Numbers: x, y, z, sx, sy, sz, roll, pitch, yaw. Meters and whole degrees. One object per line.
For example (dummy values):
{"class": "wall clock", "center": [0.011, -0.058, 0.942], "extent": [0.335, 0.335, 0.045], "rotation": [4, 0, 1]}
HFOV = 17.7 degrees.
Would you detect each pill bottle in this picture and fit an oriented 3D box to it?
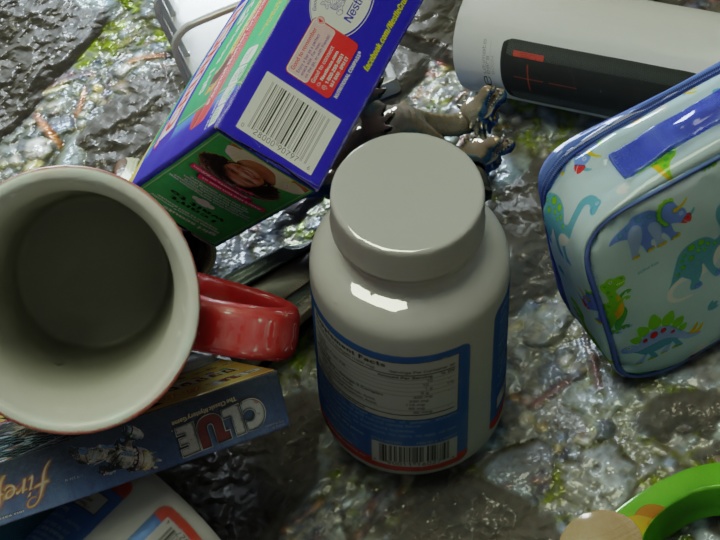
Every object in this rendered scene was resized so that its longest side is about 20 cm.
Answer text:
{"class": "pill bottle", "center": [0.028, 0.017, 1.303], "extent": [0.111, 0.200, 0.113], "rotation": [0, 53, 1]}
{"class": "pill bottle", "center": [-0.169, 0.210, 1.295], "extent": [0.112, 0.112, 0.200], "rotation": [31, 67, 36]}

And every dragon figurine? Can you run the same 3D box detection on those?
{"class": "dragon figurine", "center": [0.004, -0.064, 1.492], "extent": [0.199, 0.099, 0.059], "rotation": [-32, 46, 16]}

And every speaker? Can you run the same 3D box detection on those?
{"class": "speaker", "center": [0.161, -0.137, 1.485], "extent": [0.199, 0.081, 0.081], "rotation": [15, 58, 27]}

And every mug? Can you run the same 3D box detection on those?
{"class": "mug", "center": [-0.136, 0.022, 1.269], "extent": [0.177, 0.200, 0.134], "rotation": [39, 91, -5]}

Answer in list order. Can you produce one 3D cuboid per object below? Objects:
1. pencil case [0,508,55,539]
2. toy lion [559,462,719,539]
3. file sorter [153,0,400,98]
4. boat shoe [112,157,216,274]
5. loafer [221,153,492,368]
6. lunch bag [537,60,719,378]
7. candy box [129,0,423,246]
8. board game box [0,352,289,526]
{"class": "pencil case", "center": [-0.210, 0.133, 1.389], "extent": [0.092, 0.085, 0.200], "rotation": [10, 55, 48]}
{"class": "toy lion", "center": [0.233, 0.171, 1.229], "extent": [0.191, 0.069, 0.200], "rotation": [-32, 48, -17]}
{"class": "file sorter", "center": [-0.077, -0.202, 1.593], "extent": [0.138, 0.125, 0.201], "rotation": [-22, 49, 1]}
{"class": "boat shoe", "center": [-0.130, -0.008, 1.476], "extent": [0.074, 0.075, 0.203], "rotation": [10, 27, -7]}
{"class": "loafer", "center": [0.000, 0.000, 1.449], "extent": [0.199, 0.072, 0.063], "rotation": [-29, 67, 4]}
{"class": "lunch bag", "center": [0.205, -0.042, 1.339], "extent": [0.199, 0.161, 0.083], "rotation": [-29, 49, -5]}
{"class": "candy box", "center": [-0.048, -0.114, 1.376], "extent": [0.077, 0.200, 0.170], "rotation": [32, 71, -11]}
{"class": "board game box", "center": [-0.157, 0.094, 1.292], "extent": [0.199, 0.035, 0.135], "rotation": [-17, 10, -24]}
